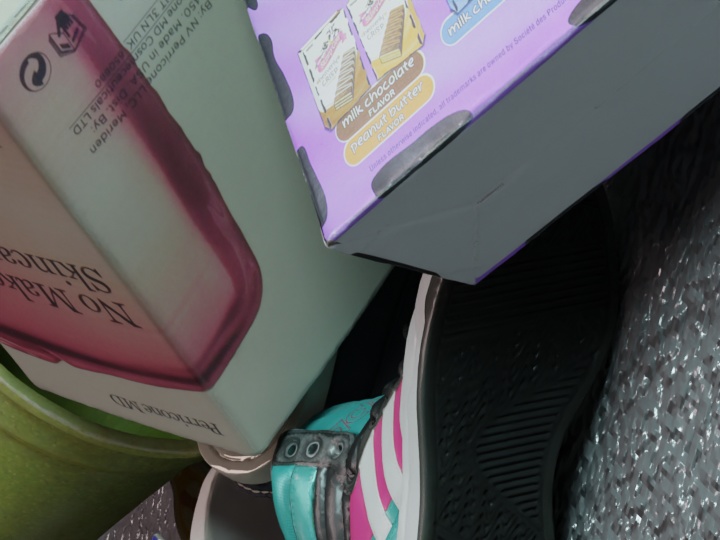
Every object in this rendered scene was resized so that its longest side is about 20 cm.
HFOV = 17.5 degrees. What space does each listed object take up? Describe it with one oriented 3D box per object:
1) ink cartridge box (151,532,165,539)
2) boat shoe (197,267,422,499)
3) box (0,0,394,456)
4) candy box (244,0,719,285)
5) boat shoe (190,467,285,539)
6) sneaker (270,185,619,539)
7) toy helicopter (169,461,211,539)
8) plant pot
[{"bbox_3d":[-0.026,0.183,0.849,0.200,0.037,0.095,34,111,43],"label":"ink cartridge box"},{"bbox_3d":[0.000,0.000,0.916,0.073,0.063,0.200,7,66,40],"label":"boat shoe"},{"bbox_3d":[-0.093,-0.045,0.818,0.128,0.200,0.109,13,58,41],"label":"box"},{"bbox_3d":[0.039,-0.127,0.714,0.168,0.072,0.200,-40,54,31],"label":"candy box"},{"bbox_3d":[-0.048,0.174,0.970,0.093,0.075,0.200,-50,36,45],"label":"boat shoe"},{"bbox_3d":[0.026,0.047,0.812,0.121,0.084,0.200,20,102,61],"label":"sneaker"},{"bbox_3d":[-0.105,0.068,1.203,0.132,0.079,0.200,-59,40,35],"label":"toy helicopter"},{"bbox_3d":[-0.149,0.049,1.089,0.184,0.200,0.201,-51,34,41],"label":"plant pot"}]
